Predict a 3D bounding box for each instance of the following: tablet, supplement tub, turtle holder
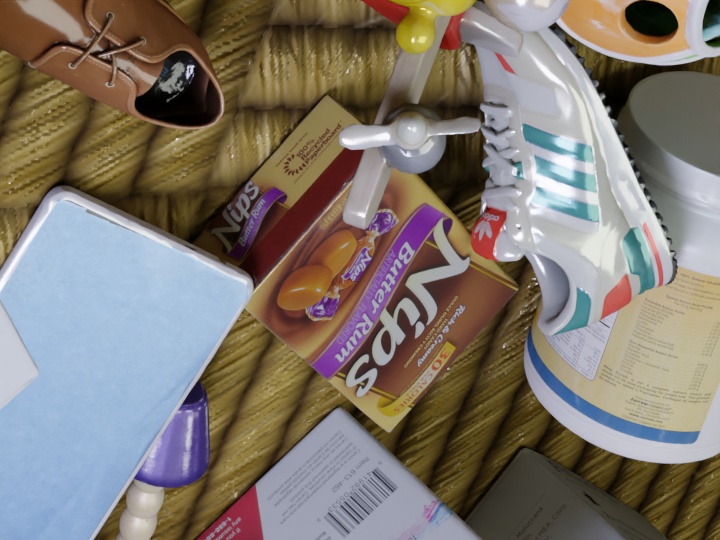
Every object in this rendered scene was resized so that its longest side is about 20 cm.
[{"bbox_3d":[-0.155,0.061,1.514,0.130,0.014,0.200,26,105,-31],"label":"tablet"},{"bbox_3d":[0.189,-0.002,1.754,0.144,0.145,0.200,-14,134,-40],"label":"supplement tub"},{"bbox_3d":[0.176,-0.182,1.575,0.185,0.132,0.141,-12,131,-41],"label":"turtle holder"}]

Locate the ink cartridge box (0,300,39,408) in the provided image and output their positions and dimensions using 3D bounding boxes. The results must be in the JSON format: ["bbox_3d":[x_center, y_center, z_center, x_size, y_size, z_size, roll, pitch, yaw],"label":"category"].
[{"bbox_3d":[-0.240,-0.024,1.209,0.085,0.200,0.145,-42,146,-16],"label":"ink cartridge box"}]

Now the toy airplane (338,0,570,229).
[{"bbox_3d":[0.044,-0.142,1.456,0.199,0.141,0.201,-41,136,-47],"label":"toy airplane"}]

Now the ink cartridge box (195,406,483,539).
[{"bbox_3d":[0.008,0.201,1.703,0.146,0.200,0.083,-42,145,-8],"label":"ink cartridge box"}]

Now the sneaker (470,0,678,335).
[{"bbox_3d":[0.095,-0.053,1.612,0.093,0.070,0.200,-34,114,-10],"label":"sneaker"}]

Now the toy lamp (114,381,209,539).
[{"bbox_3d":[-0.123,0.142,1.631,0.058,0.058,0.200,-15,137,-39],"label":"toy lamp"}]

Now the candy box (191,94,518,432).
[{"bbox_3d":[0.000,0.000,1.627,0.117,0.056,0.200,-48,147,-1],"label":"candy box"}]

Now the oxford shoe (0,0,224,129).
[{"bbox_3d":[-0.127,-0.116,1.359,0.071,0.071,0.200,-53,144,10],"label":"oxford shoe"}]

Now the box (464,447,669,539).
[{"bbox_3d":[0.130,0.252,1.952,0.200,0.131,0.199,-52,146,4],"label":"box"}]
